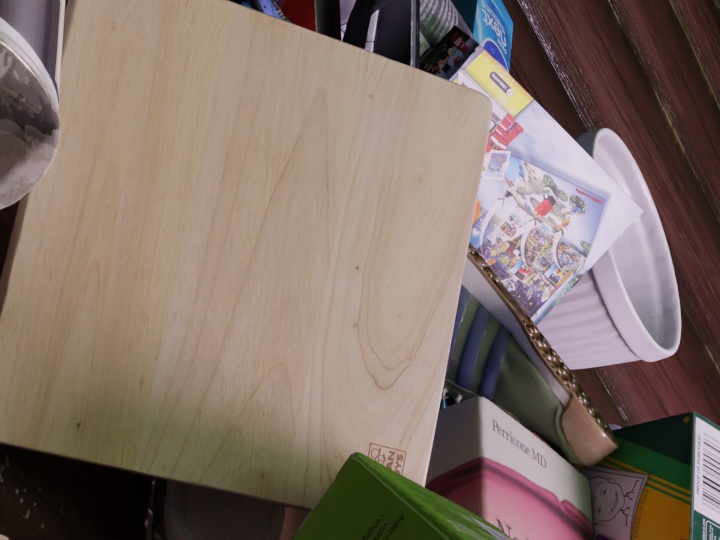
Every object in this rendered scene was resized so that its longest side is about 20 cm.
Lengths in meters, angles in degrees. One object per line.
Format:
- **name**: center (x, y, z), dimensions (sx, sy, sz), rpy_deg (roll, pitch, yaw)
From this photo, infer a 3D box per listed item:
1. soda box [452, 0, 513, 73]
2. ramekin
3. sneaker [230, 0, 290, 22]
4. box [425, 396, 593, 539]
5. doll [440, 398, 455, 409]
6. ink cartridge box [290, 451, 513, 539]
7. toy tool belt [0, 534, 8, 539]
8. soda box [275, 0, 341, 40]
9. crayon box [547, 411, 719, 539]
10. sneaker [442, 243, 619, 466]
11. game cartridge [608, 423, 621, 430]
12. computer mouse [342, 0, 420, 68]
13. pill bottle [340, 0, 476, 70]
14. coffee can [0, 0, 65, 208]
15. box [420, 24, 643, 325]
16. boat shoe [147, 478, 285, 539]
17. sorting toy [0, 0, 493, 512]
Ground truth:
- **soda box**: center (0.072, -0.149, 1.179), dimensions (0.064, 0.067, 0.201), rpy_deg (54, 29, -34)
- **ramekin**: center (0.189, -0.011, 1.293), dimensions (0.200, 0.104, 0.201), rpy_deg (44, 37, -47)
- **sneaker**: center (-0.057, -0.102, 0.786), dimensions (0.200, 0.075, 0.078), rpy_deg (51, 4, 11)
- **box**: center (0.060, 0.195, 0.852), dimensions (0.128, 0.108, 0.201), rpy_deg (38, 41, -40)
- **doll**: center (0.081, 0.100, 1.053), dimensions (0.201, 0.048, 0.137), rpy_deg (57, 30, -20)
- **ink cartridge box**: center (-0.002, 0.193, 0.631), dimensions (0.076, 0.201, 0.148), rpy_deg (34, -1, 37)
- **toy tool belt**: center (-0.177, 0.083, 0.419), dimensions (0.123, 0.124, 0.200), rpy_deg (59, 26, -8)
- **soda box**: center (-0.049, -0.149, 0.865), dimensions (0.063, 0.069, 0.202), rpy_deg (27, 60, -76)
- **crayon box**: center (0.142, 0.202, 0.917), dimensions (0.058, 0.172, 0.201), rpy_deg (30, 55, -35)
- **sneaker**: center (0.066, 0.055, 0.943), dimensions (0.201, 0.090, 0.067), rpy_deg (53, 10, 15)
- **game cartridge**: center (0.164, 0.228, 1.086), dimensions (0.134, 0.041, 0.201), rpy_deg (83, 16, -47)
- **computer mouse**: center (0.012, -0.146, 0.874), dimensions (0.140, 0.046, 0.202), rpy_deg (-60, 151, -83)
- **pill bottle**: center (0.006, -0.165, 0.998), dimensions (0.200, 0.106, 0.107), rpy_deg (52, 31, -38)
- **coffee can**: center (-0.174, -0.135, 0.541), dimensions (0.146, 0.146, 0.201), rpy_deg (39, 40, -51)
- **box**: center (0.083, -0.049, 1.015), dimensions (0.200, 0.137, 0.038), rpy_deg (39, 8, -37)
- **boat shoe**: center (-0.063, 0.080, 0.740), dimensions (0.072, 0.061, 0.202), rpy_deg (19, 37, -8)
- **sorting toy**: center (-0.058, -0.005, 0.669), dimensions (0.198, 0.069, 0.202), rpy_deg (16, 78, -24)
